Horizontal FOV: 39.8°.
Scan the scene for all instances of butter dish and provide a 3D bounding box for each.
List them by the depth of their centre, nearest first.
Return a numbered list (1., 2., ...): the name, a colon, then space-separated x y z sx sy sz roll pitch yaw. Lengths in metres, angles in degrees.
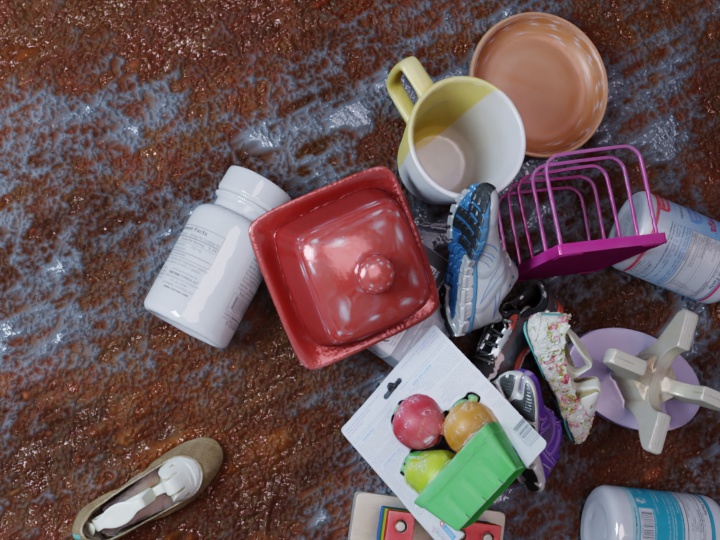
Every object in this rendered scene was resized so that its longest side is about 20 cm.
1. butter dish: 0.000 0.000 1.143 0.198 0.148 0.202 -24 101 -15

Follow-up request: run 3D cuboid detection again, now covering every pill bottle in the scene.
1. pill bottle: -0.167 -0.018 1.205 0.114 0.114 0.201 28 79 -7
2. pill bottle: 0.393 0.341 1.279 0.198 0.111 0.112 9 82 -10
3. pill bottle: 0.441 -0.022 1.333 0.198 0.109 0.110 21 80 -9

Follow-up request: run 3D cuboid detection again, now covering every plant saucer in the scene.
1. plant saucer: 0.239 -0.249 1.356 0.198 0.037 0.203 1 83 -10

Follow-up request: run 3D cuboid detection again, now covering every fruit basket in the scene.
1. fruit basket: 0.098 0.201 1.202 0.186 0.094 0.200 -50 62 12

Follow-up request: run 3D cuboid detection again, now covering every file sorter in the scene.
1. file sorter: 0.267 -0.068 1.258 0.137 0.200 0.127 -7 82 -12

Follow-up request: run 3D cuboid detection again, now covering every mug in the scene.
1. mug: 0.113 -0.167 1.260 0.148 0.153 0.189 -2 83 -11

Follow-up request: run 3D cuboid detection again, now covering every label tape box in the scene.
1. label tape box: 0.031 0.024 1.266 0.199 0.066 0.144 36 78 -7

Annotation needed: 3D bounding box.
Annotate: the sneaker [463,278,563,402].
1. sneaker: 0.176 0.086 1.269 0.200 0.077 0.082 -47 132 -21

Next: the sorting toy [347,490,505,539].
1. sorting toy: 0.080 0.390 1.230 0.198 0.070 0.201 10 82 -11

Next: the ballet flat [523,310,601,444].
1. ballet flat: 0.265 0.136 1.249 0.063 0.076 0.201 -16 118 21

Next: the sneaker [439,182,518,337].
1. sneaker: 0.150 -0.016 1.191 0.086 0.075 0.202 -7 125 -19

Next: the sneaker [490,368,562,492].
1. sneaker: 0.211 0.188 1.247 0.080 0.201 0.083 26 56 36

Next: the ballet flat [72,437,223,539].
1. ballet flat: -0.249 0.265 1.176 0.199 0.072 0.068 -27 90 -14

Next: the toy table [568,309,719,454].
1. toy table: 0.377 0.144 1.297 0.198 0.117 0.186 10 82 -11
